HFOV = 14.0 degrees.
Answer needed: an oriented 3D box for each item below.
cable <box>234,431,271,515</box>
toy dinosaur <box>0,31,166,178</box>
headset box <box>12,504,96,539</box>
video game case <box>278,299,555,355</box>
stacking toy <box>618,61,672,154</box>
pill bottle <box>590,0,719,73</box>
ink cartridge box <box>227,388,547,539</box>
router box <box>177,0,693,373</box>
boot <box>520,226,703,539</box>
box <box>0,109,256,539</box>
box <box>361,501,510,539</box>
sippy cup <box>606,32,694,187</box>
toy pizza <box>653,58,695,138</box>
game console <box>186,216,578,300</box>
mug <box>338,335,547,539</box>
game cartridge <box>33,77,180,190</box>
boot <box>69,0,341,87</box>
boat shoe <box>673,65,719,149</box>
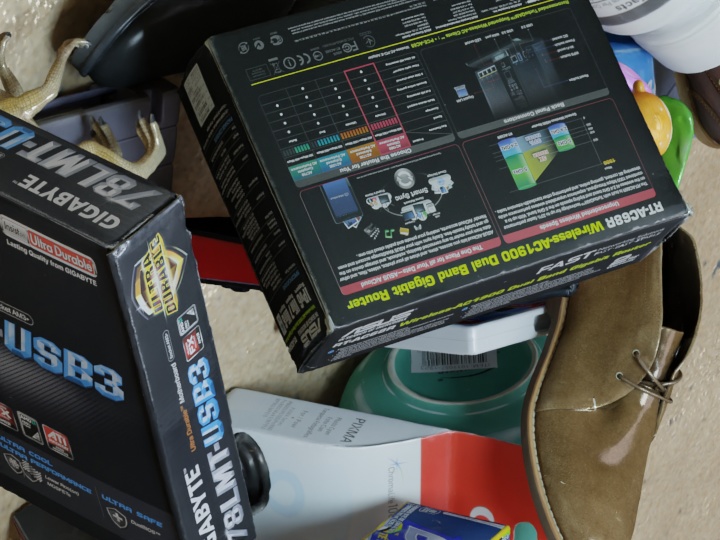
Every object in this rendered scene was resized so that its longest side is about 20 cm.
[{"bbox_3d":[-0.082,0.128,1.488,0.050,0.200,0.097,-32,126,17],"label":"cable"},{"bbox_3d":[-0.145,-0.041,1.353,0.101,0.200,0.058,-33,177,-30],"label":"toy dinosaur"},{"bbox_3d":[-0.103,0.207,1.529,0.077,0.149,0.201,-26,133,-13],"label":"headset box"},{"bbox_3d":[0.072,0.018,1.652,0.200,0.143,0.018,-13,103,-47],"label":"video game case"},{"bbox_3d":[0.109,-0.076,1.498,0.109,0.200,0.117,-7,94,-22],"label":"stacking toy"},{"bbox_3d":[0.134,-0.199,1.569,0.200,0.113,0.113,37,81,-34],"label":"pill bottle"},{"bbox_3d":[0.012,0.160,1.610,0.047,0.199,0.161,-49,145,-55],"label":"ink cartridge box"},{"bbox_3d":[0.034,-0.055,1.363,0.199,0.150,0.062,-17,164,-24],"label":"router box"},{"bbox_3d":[0.136,0.062,1.544,0.073,0.075,0.201,23,62,-36],"label":"boot"},{"bbox_3d":[-0.144,0.022,1.277,0.050,0.200,0.199,-41,139,-31],"label":"box"},{"bbox_3d":[0.007,0.190,1.492,0.200,0.064,0.070,-35,131,-56],"label":"box"},{"bbox_3d":[0.114,-0.071,1.669,0.178,0.139,0.131,-44,139,-73],"label":"sippy cup"},{"bbox_3d":[0.225,-0.180,1.815,0.200,0.032,0.201,-30,131,-40],"label":"toy pizza"},{"bbox_3d":[0.000,0.000,1.494,0.200,0.176,0.031,-5,105,-66],"label":"game console"},{"bbox_3d":[0.051,0.104,1.668,0.185,0.152,0.115,-33,132,-35],"label":"mug"},{"bbox_3d":[-0.172,-0.015,1.416,0.200,0.038,0.130,-19,129,-45],"label":"game cartridge"},{"bbox_3d":[-0.020,-0.078,1.426,0.165,0.200,0.066,-39,177,-30],"label":"boot"},{"bbox_3d":[0.205,-0.165,1.700,0.070,0.070,0.201,-30,104,-22],"label":"boat shoe"}]
